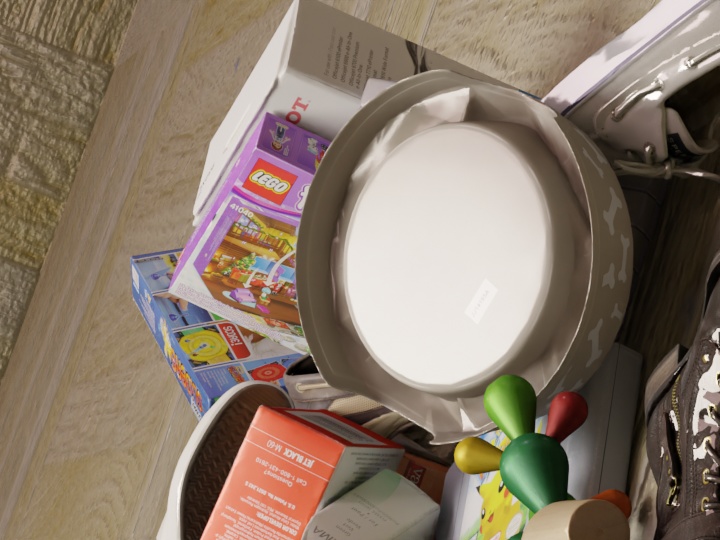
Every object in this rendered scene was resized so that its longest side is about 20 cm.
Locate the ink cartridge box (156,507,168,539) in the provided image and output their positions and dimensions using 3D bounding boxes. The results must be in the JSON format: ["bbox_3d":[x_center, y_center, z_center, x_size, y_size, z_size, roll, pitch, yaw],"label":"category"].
[{"bbox_3d":[-0.065,0.128,2.025,0.146,0.085,0.200,-149,79,-75],"label":"ink cartridge box"}]

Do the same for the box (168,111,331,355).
[{"bbox_3d":[0.000,0.000,1.737,0.137,0.200,0.039,-56,14,40],"label":"box"}]

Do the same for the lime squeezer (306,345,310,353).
[{"bbox_3d":[0.069,0.047,1.570,0.200,0.071,0.038,-8,38,40],"label":"lime squeezer"}]

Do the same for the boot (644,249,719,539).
[{"bbox_3d":[0.170,0.095,1.269,0.200,0.069,0.174,113,169,-53],"label":"boot"}]

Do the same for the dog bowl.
[{"bbox_3d":[0.058,-0.005,1.500,0.200,0.059,0.200,-5,82,40],"label":"dog bowl"}]

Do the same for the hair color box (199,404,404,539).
[{"bbox_3d":[-0.056,0.181,1.656,0.200,0.064,0.111,-67,-19,3],"label":"hair color box"}]

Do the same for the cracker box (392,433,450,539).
[{"bbox_3d":[-0.006,0.166,1.808,0.134,0.058,0.200,-68,15,0],"label":"cracker box"}]

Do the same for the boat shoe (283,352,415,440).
[{"bbox_3d":[0.033,0.048,1.694,0.200,0.073,0.075,-32,19,28],"label":"boat shoe"}]

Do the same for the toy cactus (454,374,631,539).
[{"bbox_3d":[0.098,0.144,1.365,0.165,0.102,0.200,133,144,-70],"label":"toy cactus"}]

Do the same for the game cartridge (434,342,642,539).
[{"bbox_3d":[0.091,0.123,1.565,0.200,0.040,0.133,-50,20,51],"label":"game cartridge"}]

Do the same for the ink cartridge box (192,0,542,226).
[{"bbox_3d":[0.016,-0.064,1.766,0.084,0.200,0.145,-82,19,-48],"label":"ink cartridge box"}]

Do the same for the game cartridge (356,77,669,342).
[{"bbox_3d":[0.076,-0.039,1.616,0.200,0.038,0.130,12,72,31],"label":"game cartridge"}]

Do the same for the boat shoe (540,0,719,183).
[{"bbox_3d":[0.163,-0.079,1.507,0.202,0.075,0.086,-40,61,30],"label":"boat shoe"}]

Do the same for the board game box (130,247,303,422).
[{"bbox_3d":[-0.063,0.039,1.874,0.200,0.135,0.034,-124,29,-57],"label":"board game box"}]

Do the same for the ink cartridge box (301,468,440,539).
[{"bbox_3d":[-0.042,0.221,1.596,0.200,0.050,0.161,-27,-41,-45],"label":"ink cartridge box"}]

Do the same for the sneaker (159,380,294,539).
[{"bbox_3d":[-0.099,0.161,1.770,0.200,0.073,0.085,-71,18,-2],"label":"sneaker"}]
